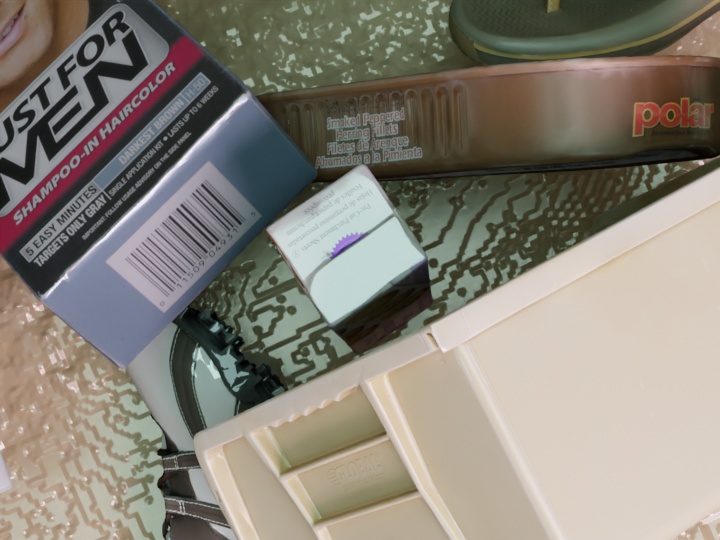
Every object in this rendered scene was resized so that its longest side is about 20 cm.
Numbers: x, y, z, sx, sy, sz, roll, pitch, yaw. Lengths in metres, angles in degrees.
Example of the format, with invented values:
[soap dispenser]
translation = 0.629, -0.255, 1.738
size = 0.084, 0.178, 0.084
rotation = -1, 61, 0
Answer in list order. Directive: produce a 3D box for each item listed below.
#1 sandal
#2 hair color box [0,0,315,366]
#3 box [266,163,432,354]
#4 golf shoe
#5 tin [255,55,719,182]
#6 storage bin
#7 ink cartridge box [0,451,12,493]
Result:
[sandal]
translation = 0.126, -0.131, 0.809
size = 0.200, 0.080, 0.054
rotation = -18, 125, -5
[hair color box]
translation = -0.118, -0.067, 0.769
size = 0.099, 0.061, 0.200
rotation = -45, 53, -2
[box]
translation = 0.000, 0.000, 0.748
size = 0.041, 0.200, 0.039
rotation = -33, 85, -1
[golf shoe]
translation = -0.054, 0.083, 0.807
size = 0.094, 0.078, 0.200
rotation = -42, 87, -1
[tin]
translation = 0.043, -0.052, 0.761
size = 0.112, 0.200, 0.042
rotation = 1, 89, -39
[storage bin]
translation = 0.074, 0.038, 0.711
size = 0.200, 0.199, 0.094
rotation = -28, 90, -30
[ink cartridge box]
translation = -0.193, 0.029, 0.770
size = 0.068, 0.115, 0.200
rotation = -23, 109, -25
